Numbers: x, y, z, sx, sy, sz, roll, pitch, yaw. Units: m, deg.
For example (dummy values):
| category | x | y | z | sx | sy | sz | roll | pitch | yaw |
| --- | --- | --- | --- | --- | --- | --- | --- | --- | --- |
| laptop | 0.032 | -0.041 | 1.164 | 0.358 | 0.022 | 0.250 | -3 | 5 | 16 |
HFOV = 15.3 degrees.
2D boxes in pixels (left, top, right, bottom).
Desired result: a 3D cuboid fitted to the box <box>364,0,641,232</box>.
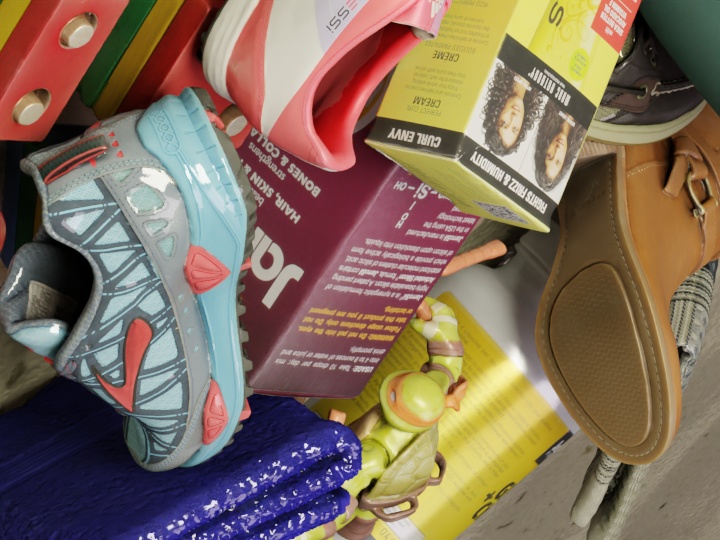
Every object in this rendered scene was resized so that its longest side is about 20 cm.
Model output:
| category | x | y | z | sx | sy | sz | roll | pitch | yaw |
| --- | --- | --- | --- | --- | --- | --- | --- | --- | --- |
| box | 0.074 | -0.121 | 1.034 | 0.075 | 0.050 | 0.200 | 34 | 74 | -47 |

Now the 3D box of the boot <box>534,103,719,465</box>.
| category | x | y | z | sx | sy | sz | roll | pitch | yaw |
| --- | --- | --- | --- | --- | --- | --- | --- | --- | --- |
| boot | 0.153 | -0.008 | 1.353 | 0.074 | 0.200 | 0.155 | -21 | 171 | 41 |

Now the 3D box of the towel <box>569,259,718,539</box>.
| category | x | y | z | sx | sy | sz | roll | pitch | yaw |
| --- | --- | --- | --- | --- | --- | --- | --- | --- | --- |
| towel | 0.164 | 0.035 | 1.504 | 0.200 | 0.035 | 0.193 | 105 | 2 | -47 |

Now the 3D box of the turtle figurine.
| category | x | y | z | sx | sy | sz | roll | pitch | yaw |
| --- | --- | --- | --- | --- | --- | --- | --- | --- | --- |
| turtle figurine | 0.010 | 0.084 | 1.273 | 0.200 | 0.064 | 0.161 | -56 | 180 | -39 |

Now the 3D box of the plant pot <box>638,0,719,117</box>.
| category | x | y | z | sx | sy | sz | roll | pitch | yaw |
| --- | --- | --- | --- | --- | --- | --- | --- | --- | --- |
| plant pot | 0.203 | -0.165 | 1.215 | 0.201 | 0.161 | 0.201 | -32 | 151 | -20 |

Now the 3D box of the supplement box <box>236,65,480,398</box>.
| category | x | y | z | sx | sy | sz | roll | pitch | yaw |
| --- | --- | --- | --- | --- | --- | --- | --- | --- | --- |
| supplement box | -0.006 | -0.056 | 1.147 | 0.086 | 0.110 | 0.200 | 7 | 122 | -55 |

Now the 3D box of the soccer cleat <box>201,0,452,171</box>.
| category | x | y | z | sx | sy | sz | roll | pitch | yaw |
| --- | --- | --- | --- | --- | --- | --- | --- | --- | --- |
| soccer cleat | 0.019 | -0.129 | 0.984 | 0.068 | 0.073 | 0.200 | 8 | 123 | -55 |

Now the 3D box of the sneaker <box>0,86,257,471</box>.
| category | x | y | z | sx | sy | sz | roll | pitch | yaw |
| --- | --- | --- | --- | --- | --- | --- | --- | --- | --- |
| sneaker | -0.098 | 0.009 | 1.047 | 0.095 | 0.079 | 0.200 | -14 | 140 | -16 |

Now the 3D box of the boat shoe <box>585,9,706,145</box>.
| category | x | y | z | sx | sy | sz | roll | pitch | yaw |
| --- | --- | --- | --- | --- | --- | --- | --- | --- | --- |
| boat shoe | 0.111 | -0.103 | 1.284 | 0.200 | 0.073 | 0.065 | -11 | 145 | -45 |

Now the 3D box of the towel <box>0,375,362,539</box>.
| category | x | y | z | sx | sy | sz | roll | pitch | yaw |
| --- | --- | --- | --- | --- | --- | --- | --- | --- | --- |
| towel | -0.102 | 0.093 | 1.176 | 0.148 | 0.200 | 0.050 | -29 | 113 | -24 |

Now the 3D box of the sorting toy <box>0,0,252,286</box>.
| category | x | y | z | sx | sy | sz | roll | pitch | yaw |
| --- | --- | --- | --- | --- | --- | --- | --- | --- | --- |
| sorting toy | -0.126 | -0.056 | 1.050 | 0.200 | 0.070 | 0.199 | -1 | 133 | -52 |

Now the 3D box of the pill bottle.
| category | x | y | z | sx | sy | sz | roll | pitch | yaw |
| --- | --- | --- | --- | --- | --- | --- | --- | --- | --- |
| pill bottle | 0.050 | 0.067 | 1.411 | 0.200 | 0.112 | 0.112 | -41 | 153 | 0 |

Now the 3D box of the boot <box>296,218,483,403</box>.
| category | x | y | z | sx | sy | sz | roll | pitch | yaw |
| --- | --- | --- | --- | --- | --- | --- | --- | --- | --- |
| boot | 0.000 | 0.000 | 1.307 | 0.146 | 0.070 | 0.200 | -34 | 168 | -41 |
